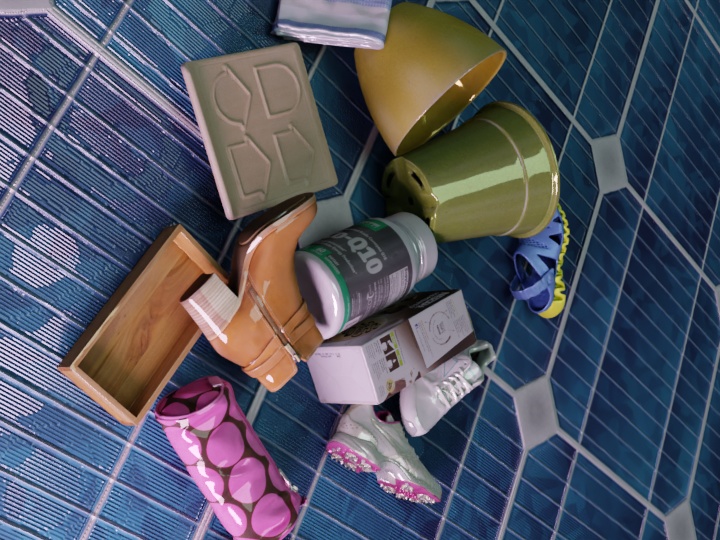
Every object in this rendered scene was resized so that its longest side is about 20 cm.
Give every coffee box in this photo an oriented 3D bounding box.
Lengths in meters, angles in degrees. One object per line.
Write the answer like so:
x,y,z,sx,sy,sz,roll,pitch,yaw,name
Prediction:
0.041,0.096,1.179,0.200,0.113,0.080,-26,103,-41,coffee box

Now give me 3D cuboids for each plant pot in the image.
0.075,-0.272,1.220,0.142,0.200,0.200,49,51,6,plant pot
0.136,-0.117,1.261,0.189,0.200,0.201,-18,98,-29,plant pot

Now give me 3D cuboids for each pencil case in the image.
-0.142,0.211,1.017,0.093,0.091,0.200,-30,111,-4,pencil case

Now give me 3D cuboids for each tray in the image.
-0.227,0.057,0.990,0.099,0.037,0.200,49,57,-28,tray

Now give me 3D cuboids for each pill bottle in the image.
0.000,0.000,1.152,0.200,0.113,0.114,-27,103,-42,pill bottle

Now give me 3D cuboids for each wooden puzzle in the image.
-0.124,-0.171,1.108,0.200,0.046,0.186,-25,102,-46,wooden puzzle

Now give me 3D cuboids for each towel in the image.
-0.028,-0.380,1.172,0.146,0.024,0.201,8,74,1,towel

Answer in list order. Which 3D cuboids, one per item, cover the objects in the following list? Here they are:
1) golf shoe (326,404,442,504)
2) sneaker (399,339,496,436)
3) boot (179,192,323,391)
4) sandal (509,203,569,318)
0.046,0.239,1.195,0.200,0.075,0.092,40,57,-34,golf shoe
0.119,0.150,1.248,0.200,0.080,0.071,-47,117,-46,sneaker
-0.087,0.024,1.032,0.200,0.074,0.155,-45,110,-9,boot
0.276,-0.027,1.435,0.087,0.079,0.201,4,81,-38,sandal
